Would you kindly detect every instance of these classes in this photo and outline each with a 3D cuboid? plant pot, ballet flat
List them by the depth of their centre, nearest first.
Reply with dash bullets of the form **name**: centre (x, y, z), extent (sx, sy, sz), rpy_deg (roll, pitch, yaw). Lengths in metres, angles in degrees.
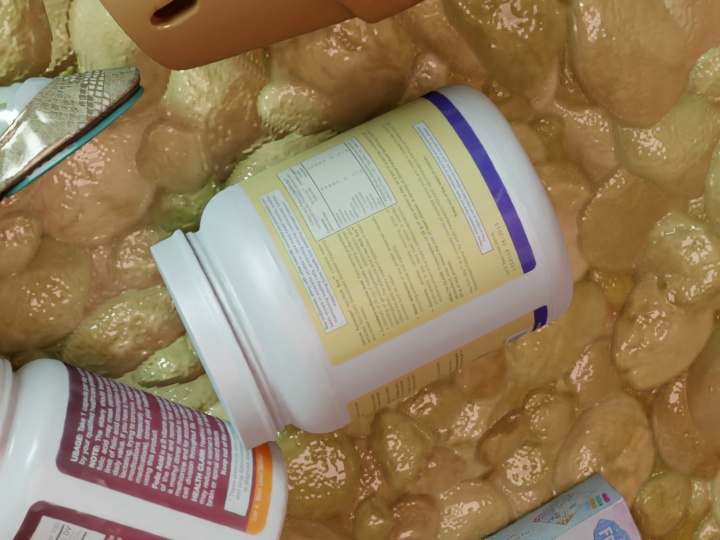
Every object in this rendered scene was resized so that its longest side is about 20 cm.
- **plant pot**: centre (-0.066, -0.190, 0.824), extent (0.139, 0.200, 0.201), rpy_deg (-30, 116, 13)
- **ballet flat**: centre (-0.205, -0.054, 0.889), extent (0.200, 0.071, 0.065), rpy_deg (-43, 101, -3)

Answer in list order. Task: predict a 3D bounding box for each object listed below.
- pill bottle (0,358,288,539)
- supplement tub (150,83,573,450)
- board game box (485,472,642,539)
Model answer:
- **pill bottle**: centre (-0.151, 0.117, 0.939), extent (0.199, 0.114, 0.115), rpy_deg (23, 101, -23)
- **supplement tub**: centre (0.000, 0.000, 0.927), extent (0.199, 0.145, 0.146), rpy_deg (-25, 115, -7)
- **board game box**: centre (0.116, 0.266, 1.116), extent (0.198, 0.043, 0.201), rpy_deg (-28, 115, -5)
